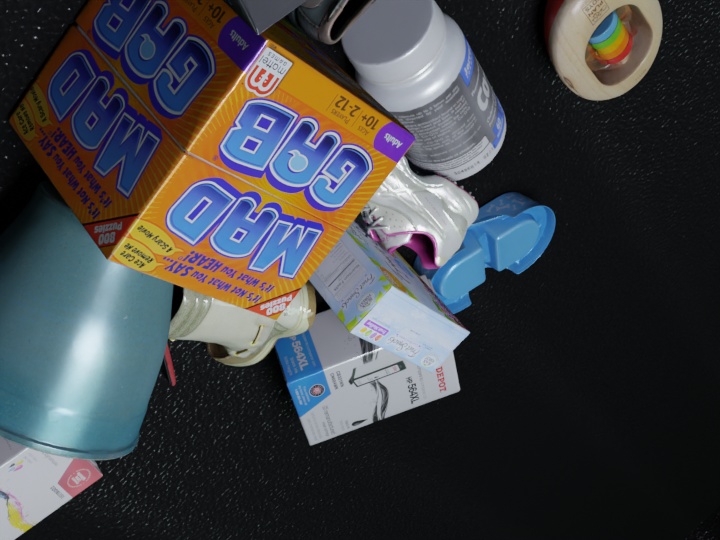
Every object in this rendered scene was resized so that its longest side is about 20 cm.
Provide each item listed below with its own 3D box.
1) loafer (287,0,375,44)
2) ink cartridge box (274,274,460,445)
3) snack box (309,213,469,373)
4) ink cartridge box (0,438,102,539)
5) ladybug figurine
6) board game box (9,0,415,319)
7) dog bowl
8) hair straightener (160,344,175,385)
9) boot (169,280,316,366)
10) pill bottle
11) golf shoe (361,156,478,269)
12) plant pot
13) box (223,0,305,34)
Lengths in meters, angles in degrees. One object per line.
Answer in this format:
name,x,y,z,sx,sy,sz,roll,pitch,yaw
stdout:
loafer,0.024,-0.279,1.019,0.200,0.063,0.072,-43,144,1
ink cartridge box,0.009,0.108,1.348,0.199,0.085,0.146,-20,140,-3
snack box,0.000,0.000,1.167,0.068,0.200,0.168,-48,143,8
ink cartridge box,-0.380,0.224,1.155,0.199,0.068,0.117,-36,144,-9
ladybug figurine,0.259,-0.266,1.244,0.136,0.072,0.200,-46,145,6
board game box,-0.121,-0.116,0.932,0.200,0.200,0.200,-52,143,11
dog bowl,0.150,-0.025,1.410,0.199,0.050,0.112,-31,143,-14
hair straightener,-0.235,0.058,1.142,0.077,0.041,0.201,-24,140,-23
boot,-0.154,0.049,1.149,0.154,0.073,0.200,3,162,-32
pill bottle,0.063,-0.183,1.111,0.114,0.114,0.200,-42,145,1
golf shoe,0.023,-0.074,1.141,0.092,0.199,0.075,-66,-169,-16
plant pot,-0.252,0.031,0.988,0.199,0.200,0.189,15,102,-49
box,-0.083,-0.292,0.789,0.148,0.200,0.125,-38,144,-6
